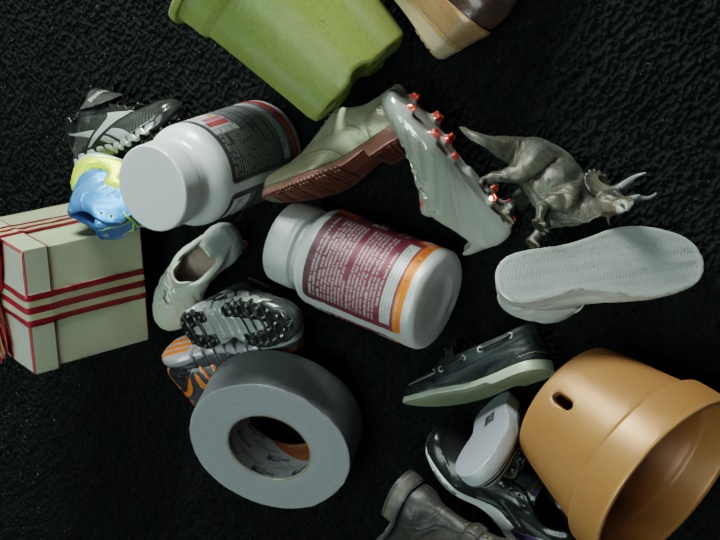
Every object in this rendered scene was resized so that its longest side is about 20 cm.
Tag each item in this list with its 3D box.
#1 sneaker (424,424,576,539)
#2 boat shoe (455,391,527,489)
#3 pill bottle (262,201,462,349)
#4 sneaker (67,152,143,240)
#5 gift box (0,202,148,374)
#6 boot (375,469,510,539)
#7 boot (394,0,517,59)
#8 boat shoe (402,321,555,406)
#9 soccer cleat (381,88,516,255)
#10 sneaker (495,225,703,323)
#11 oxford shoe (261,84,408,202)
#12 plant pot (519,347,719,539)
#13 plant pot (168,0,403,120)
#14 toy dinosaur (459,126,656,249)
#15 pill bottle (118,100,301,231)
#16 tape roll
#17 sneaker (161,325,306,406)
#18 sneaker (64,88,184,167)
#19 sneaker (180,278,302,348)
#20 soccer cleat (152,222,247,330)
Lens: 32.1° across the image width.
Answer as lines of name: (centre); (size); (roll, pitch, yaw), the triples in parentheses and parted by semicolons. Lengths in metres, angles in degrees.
sneaker: (0.164, 0.232, 1.369); (0.200, 0.076, 0.088); (42, 145, 4)
boat shoe: (0.149, 0.183, 1.300); (0.069, 0.200, 0.057); (-39, 93, 19)
pill bottle: (0.000, 0.000, 1.378); (0.200, 0.114, 0.114); (22, 119, 26)
sneaker: (-0.262, -0.072, 1.512); (0.200, 0.105, 0.076); (13, 155, 12)
gift box: (-0.399, 0.021, 1.595); (0.200, 0.187, 0.185); (15, 114, 49)
boot: (0.102, 0.332, 1.426); (0.174, 0.069, 0.200); (34, 144, 26)
boot: (0.089, -0.329, 1.237); (0.166, 0.072, 0.200); (-40, 82, 25)
boat shoe: (0.123, 0.102, 1.365); (0.199, 0.074, 0.066); (-25, 64, 46)
soccer cleat: (0.078, -0.097, 1.287); (0.078, 0.069, 0.200); (-35, 107, 22)
sneaker: (0.233, 0.007, 1.252); (0.200, 0.116, 0.074); (-4, 78, 4)
oxford shoe: (-0.023, -0.134, 1.364); (0.200, 0.071, 0.074); (-23, 72, 17)
plant pot: (0.253, 0.170, 1.233); (0.140, 0.200, 0.200); (40, 127, 37)
plant pot: (-0.061, -0.262, 1.289); (0.184, 0.200, 0.200); (46, 127, -3)
toy dinosaur: (0.184, -0.086, 1.247); (0.200, 0.102, 0.077); (40, 162, 30)
pill bottle: (-0.165, -0.116, 1.392); (0.116, 0.200, 0.116); (12, 113, 30)
tape roll: (-0.101, 0.193, 1.505); (0.200, 0.066, 0.200); (9, 128, 11)
sneaker: (-0.140, 0.122, 1.555); (0.200, 0.078, 0.112); (-12, 118, 28)
sneaker: (-0.301, -0.187, 1.544); (0.200, 0.066, 0.091); (-18, 99, 40)
sneaker: (-0.123, 0.043, 1.451); (0.200, 0.090, 0.066); (-7, 116, 50)
soccer cleat: (-0.214, 0.011, 1.541); (0.069, 0.078, 0.200); (49, 128, 8)
